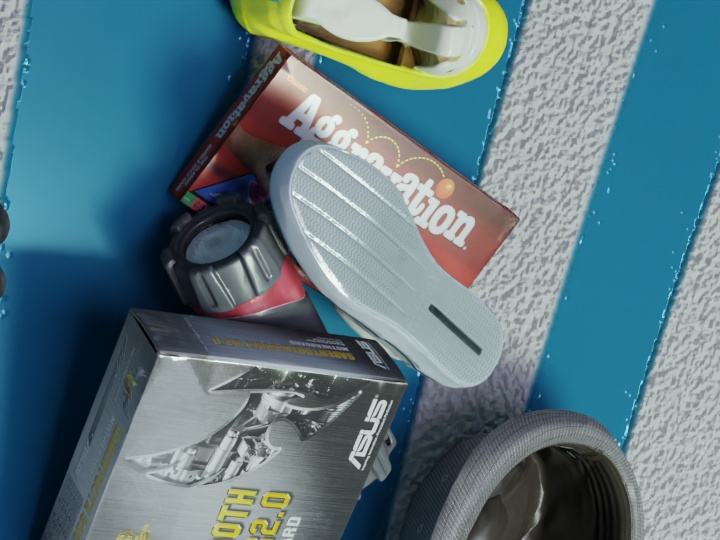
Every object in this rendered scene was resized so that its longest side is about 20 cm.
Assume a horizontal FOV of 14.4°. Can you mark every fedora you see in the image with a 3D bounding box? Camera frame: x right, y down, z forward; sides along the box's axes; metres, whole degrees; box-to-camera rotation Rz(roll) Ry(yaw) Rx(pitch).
[{"bbox_3d":[0.082,0.176,1.709,0.176,0.090,0.201,23,82,-39],"label":"fedora"}]

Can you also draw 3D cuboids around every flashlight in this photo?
[{"bbox_3d":[-0.045,0.051,1.596,0.068,0.067,0.201,-76,150,-47],"label":"flashlight"}]

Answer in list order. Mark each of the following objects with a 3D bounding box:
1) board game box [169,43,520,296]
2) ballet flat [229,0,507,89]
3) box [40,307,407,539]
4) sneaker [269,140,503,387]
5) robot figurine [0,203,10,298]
[{"bbox_3d":[-0.006,-0.037,1.619,0.200,0.019,0.103,33,96,-37],"label":"board game box"},{"bbox_3d":[0.018,-0.137,1.594,0.199,0.067,0.067,9,96,-37],"label":"ballet flat"},{"bbox_3d":[-0.082,0.123,1.557,0.158,0.048,0.201,8,117,-32],"label":"box"},{"bbox_3d":[0.000,0.000,1.580,0.200,0.071,0.073,50,63,-38],"label":"sneaker"},{"bbox_3d":[-0.273,0.005,1.391,0.199,0.125,0.151,-23,104,-29],"label":"robot figurine"}]
